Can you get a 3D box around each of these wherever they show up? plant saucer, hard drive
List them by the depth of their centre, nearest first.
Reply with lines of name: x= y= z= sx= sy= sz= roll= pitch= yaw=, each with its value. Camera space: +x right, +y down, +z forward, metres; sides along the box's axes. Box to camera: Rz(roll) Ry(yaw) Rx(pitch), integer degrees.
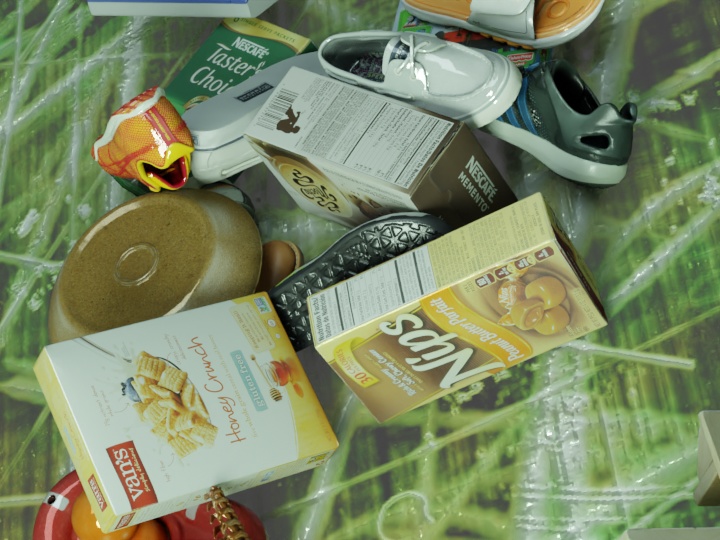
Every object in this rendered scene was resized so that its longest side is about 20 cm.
plant saucer: x=-0.178 y=0.004 z=1.633 sx=0.199 sy=0.036 sz=0.201 roll=-14 pitch=50 yaw=17
hard drive: x=-0.148 y=-0.281 z=1.906 sx=0.199 sy=0.026 sz=0.132 roll=6 pitch=35 yaw=35

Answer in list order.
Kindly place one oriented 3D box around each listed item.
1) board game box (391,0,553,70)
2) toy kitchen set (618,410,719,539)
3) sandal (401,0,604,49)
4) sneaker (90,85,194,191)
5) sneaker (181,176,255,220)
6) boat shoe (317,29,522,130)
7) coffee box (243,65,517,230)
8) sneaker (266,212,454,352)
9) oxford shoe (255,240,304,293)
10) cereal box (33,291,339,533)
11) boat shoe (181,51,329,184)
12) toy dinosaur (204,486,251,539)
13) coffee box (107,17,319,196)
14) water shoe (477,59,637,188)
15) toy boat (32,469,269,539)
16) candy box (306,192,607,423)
board game box: x=0.106 y=-0.238 z=1.740 sx=0.150 sy=0.037 sz=0.201 roll=-5 pitch=54 yaw=29
toy kitchen set: x=0.235 y=0.210 z=1.292 sx=0.198 sy=0.181 sz=0.164 roll=1 pitch=50 yaw=-17
sandal: x=0.109 y=-0.239 z=1.671 sx=0.205 sy=0.059 sz=0.080 roll=12 pitch=64 yaw=36
sneaker: x=-0.182 y=-0.096 z=1.679 sx=0.073 sy=0.077 sz=0.200 roll=-32 pitch=1 yaw=-9
sneaker: x=-0.167 y=0.000 z=1.695 sx=0.201 sy=0.074 sz=0.079 roll=-51 pitch=34 yaw=-12
boat shoe: x=0.043 y=-0.164 z=1.605 sx=0.199 sy=0.068 sz=0.072 roll=21 pitch=78 yaw=49
coffee box: x=0.015 y=-0.084 z=1.626 sx=0.199 sy=0.113 sz=0.080 roll=23 pitch=70 yaw=40
sneaker: x=0.000 y=0.000 z=1.582 sx=0.199 sy=0.072 sz=0.083 roll=-24 pitch=7 yaw=29
oxford shoe: x=-0.131 y=0.040 z=1.653 sx=0.200 sy=0.071 sz=0.071 roll=-42 pitch=44 yaw=-5
cereal box: x=-0.131 y=0.103 z=1.501 sx=0.199 sy=0.040 sz=0.145 roll=-15 pitch=68 yaw=-34
boat shoe: x=-0.068 y=-0.134 z=1.736 sx=0.199 sy=0.066 sz=0.072 roll=-31 pitch=39 yaw=-32
toy dinosaur: x=-0.100 y=0.264 z=1.420 sx=0.102 sy=0.135 sz=0.201 roll=-58 pitch=39 yaw=42
coffee box: x=-0.133 y=-0.142 z=1.811 sx=0.123 sy=0.044 sz=0.200 roll=29 pitch=74 yaw=44
water shoe: x=0.146 y=-0.138 z=1.599 sx=0.199 sy=0.071 sz=0.079 roll=34 pitch=115 yaw=36
toy boat: x=-0.175 y=0.204 z=1.510 sx=0.199 sy=0.131 sz=0.131 roll=16 pitch=66 yaw=39
candy box: x=0.073 y=0.031 z=1.499 sx=0.199 sy=0.116 sz=0.056 roll=-25 pitch=46 yaw=13
